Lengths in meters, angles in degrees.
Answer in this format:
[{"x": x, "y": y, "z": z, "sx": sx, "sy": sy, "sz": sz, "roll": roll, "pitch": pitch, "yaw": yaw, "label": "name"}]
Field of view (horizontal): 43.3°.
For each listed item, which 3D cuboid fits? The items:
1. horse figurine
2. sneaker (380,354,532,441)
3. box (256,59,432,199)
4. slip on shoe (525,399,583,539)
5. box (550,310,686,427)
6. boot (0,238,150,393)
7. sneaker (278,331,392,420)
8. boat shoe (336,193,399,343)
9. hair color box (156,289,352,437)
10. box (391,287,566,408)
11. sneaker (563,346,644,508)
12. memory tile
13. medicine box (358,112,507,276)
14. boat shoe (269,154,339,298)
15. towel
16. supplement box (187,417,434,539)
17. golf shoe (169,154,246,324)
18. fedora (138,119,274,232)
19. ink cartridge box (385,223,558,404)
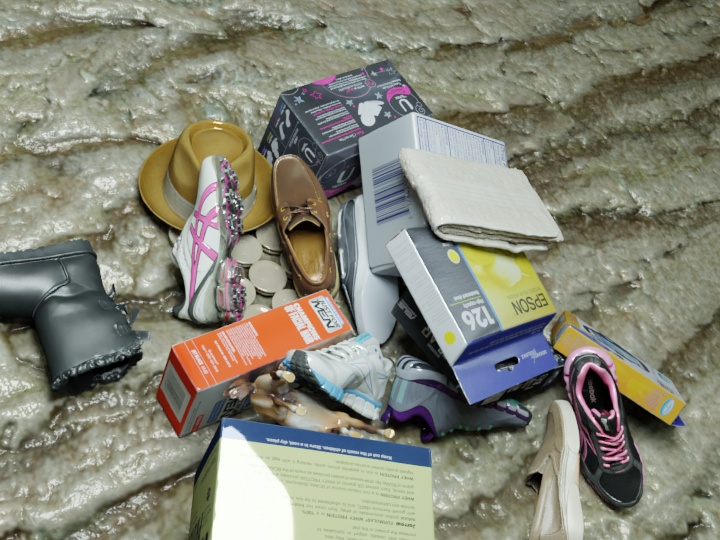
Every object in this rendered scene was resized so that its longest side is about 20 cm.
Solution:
[{"x": -0.059, "y": 0.150, "z": 0.950, "sx": 0.199, "sy": 0.132, "sz": 0.050, "roll": 30, "pitch": 70, "yaw": -22, "label": "horse figurine"}, {"x": 0.115, "y": 0.172, "z": 1.105, "sx": 0.199, "sy": 0.074, "sz": 0.088, "roll": 23, "pitch": 89, "yaw": -23, "label": "sneaker"}, {"x": -0.022, "y": -0.187, "z": 1.262, "sx": 0.199, "sy": 0.132, "sz": 0.115, "roll": -25, "pitch": 70, "yaw": -35, "label": "box"}, {"x": 0.228, "y": 0.243, "z": 1.086, "sx": 0.060, "sy": 0.076, "sz": 0.201, "roll": 2, "pitch": 53, "yaw": 6, "label": "slip on shoe"}, {"x": 0.345, "y": 0.131, "z": 1.197, "sx": 0.199, "sy": 0.042, "sz": 0.119, "roll": 32, "pitch": 12, "yaw": 4, "label": "box"}, {"x": -0.342, "y": 0.058, "z": 0.980, "sx": 0.197, "sy": 0.073, "sz": 0.163, "roll": -17, "pitch": 66, "yaw": -33, "label": "boot"}, {"x": -0.020, "y": 0.102, "z": 1.003, "sx": 0.075, "sy": 0.200, "sz": 0.087, "roll": 24, "pitch": 84, "yaw": 27, "label": "sneaker"}, {"x": 0.000, "y": 0.000, "z": 1.171, "sx": 0.072, "sy": 0.068, "sz": 0.201, "roll": 11, "pitch": 69, "yaw": -47, "label": "boat shoe"}, {"x": -0.118, "y": 0.102, "z": 1.013, "sx": 0.199, "sy": 0.111, "sz": 0.064, "roll": -21, "pitch": 65, "yaw": -33, "label": "hair color box"}, {"x": 0.152, "y": 0.084, "z": 1.126, "sx": 0.160, "sy": 0.044, "sz": 0.199, "roll": 48, "pitch": 28, "yaw": 25, "label": "box"}, {"x": 0.294, "y": 0.193, "z": 1.095, "sx": 0.079, "sy": 0.095, "sz": 0.201, "roll": -17, "pitch": 86, "yaw": 6, "label": "sneaker"}, {"x": -0.134, "y": -0.007, "z": 1.152, "sx": 0.153, "sy": 0.017, "sz": 0.200, "roll": -28, "pitch": 68, "yaw": -37, "label": "memory tile"}, {"x": 0.106, "y": -0.086, "z": 1.184, "sx": 0.199, "sy": 0.103, "sz": 0.183, "roll": 8, "pitch": 71, "yaw": -45, "label": "medicine box"}, {"x": -0.068, "y": -0.059, "z": 1.131, "sx": 0.072, "sy": 0.068, "sz": 0.201, "roll": -13, "pitch": 73, "yaw": -5, "label": "boat shoe"}, {"x": 0.142, "y": -0.082, "z": 1.077, "sx": 0.199, "sy": 0.035, "sz": 0.133, "roll": 7, "pitch": 42, "yaw": -33, "label": "towel"}, {"x": -0.048, "y": 0.260, "z": 0.792, "sx": 0.199, "sy": 0.134, "sz": 0.201, "roll": 11, "pitch": 54, "yaw": -15, "label": "supplement box"}, {"x": -0.185, "y": -0.038, "z": 1.069, "sx": 0.091, "sy": 0.073, "sz": 0.201, "roll": -2, "pitch": 83, "yaw": 9, "label": "golf shoe"}, {"x": -0.189, "y": -0.132, "z": 1.165, "sx": 0.199, "sy": 0.082, "sz": 0.201, "roll": 9, "pitch": 45, "yaw": -9, "label": "fedora"}, {"x": 0.144, "y": 0.033, "z": 1.041, "sx": 0.197, "sy": 0.047, "sz": 0.201, "roll": -12, "pitch": 68, "yaw": -49, "label": "ink cartridge box"}]
